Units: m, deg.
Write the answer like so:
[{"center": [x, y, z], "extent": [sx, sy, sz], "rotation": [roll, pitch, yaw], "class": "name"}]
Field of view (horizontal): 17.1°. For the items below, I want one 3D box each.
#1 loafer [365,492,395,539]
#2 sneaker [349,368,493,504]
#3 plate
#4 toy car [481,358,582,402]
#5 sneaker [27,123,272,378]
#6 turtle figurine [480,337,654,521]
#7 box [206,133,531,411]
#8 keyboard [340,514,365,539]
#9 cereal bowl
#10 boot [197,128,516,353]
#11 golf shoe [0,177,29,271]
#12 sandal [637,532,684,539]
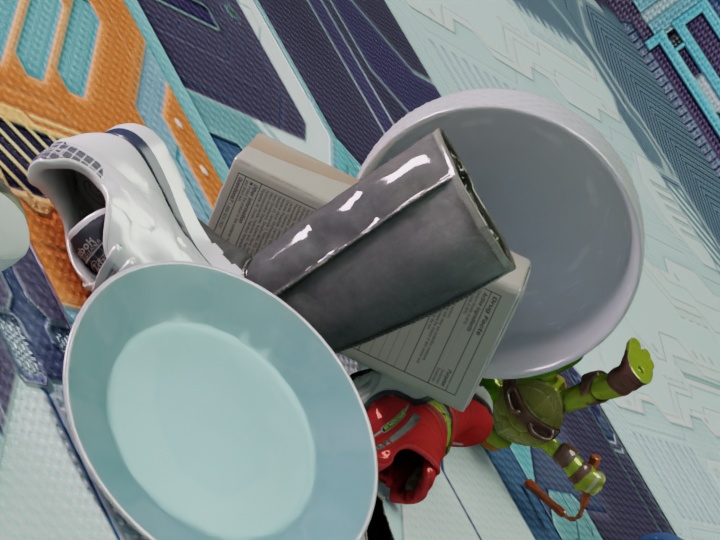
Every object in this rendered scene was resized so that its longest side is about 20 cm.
[{"center": [0.024, 0.208, 1.363], "extent": [0.200, 0.071, 0.073], "rotation": [57, 17, 11], "class": "loafer"}, {"center": [0.031, 0.115, 1.605], "extent": [0.200, 0.077, 0.085], "rotation": [10, 65, -61], "class": "sneaker"}, {"center": [-0.078, 0.086, 1.308], "extent": [0.200, 0.026, 0.201], "rotation": [21, 49, -26], "class": "plate"}, {"center": [0.039, 0.006, 1.700], "extent": [0.200, 0.158, 0.165], "rotation": [5, 62, -52], "class": "toy car"}, {"center": [-0.120, 0.009, 1.388], "extent": [0.200, 0.076, 0.080], "rotation": [55, 32, 10], "class": "sneaker"}, {"center": [0.129, 0.087, 1.791], "extent": [0.200, 0.161, 0.064], "rotation": [51, 34, 5], "class": "turtle figurine"}, {"center": [0.000, 0.000, 1.529], "extent": [0.200, 0.095, 0.078], "rotation": [26, 18, 2], "class": "box"}, {"center": [-0.031, 0.119, 1.398], "extent": [0.200, 0.056, 0.011], "rotation": [-100, 168, -62], "class": "keyboard"}, {"center": [0.091, -0.033, 1.597], "extent": [0.200, 0.200, 0.083], "rotation": [50, 22, -15], "class": "cereal bowl"}, {"center": [-0.030, -0.024, 1.443], "extent": [0.182, 0.200, 0.073], "rotation": [56, 18, 6], "class": "boot"}, {"center": [-0.221, 0.000, 1.113], "extent": [0.200, 0.073, 0.092], "rotation": [-3, 64, -59], "class": "golf shoe"}, {"center": [0.254, 0.283, 1.849], "extent": [0.087, 0.079, 0.200], "rotation": [31, 27, -45], "class": "sandal"}]
